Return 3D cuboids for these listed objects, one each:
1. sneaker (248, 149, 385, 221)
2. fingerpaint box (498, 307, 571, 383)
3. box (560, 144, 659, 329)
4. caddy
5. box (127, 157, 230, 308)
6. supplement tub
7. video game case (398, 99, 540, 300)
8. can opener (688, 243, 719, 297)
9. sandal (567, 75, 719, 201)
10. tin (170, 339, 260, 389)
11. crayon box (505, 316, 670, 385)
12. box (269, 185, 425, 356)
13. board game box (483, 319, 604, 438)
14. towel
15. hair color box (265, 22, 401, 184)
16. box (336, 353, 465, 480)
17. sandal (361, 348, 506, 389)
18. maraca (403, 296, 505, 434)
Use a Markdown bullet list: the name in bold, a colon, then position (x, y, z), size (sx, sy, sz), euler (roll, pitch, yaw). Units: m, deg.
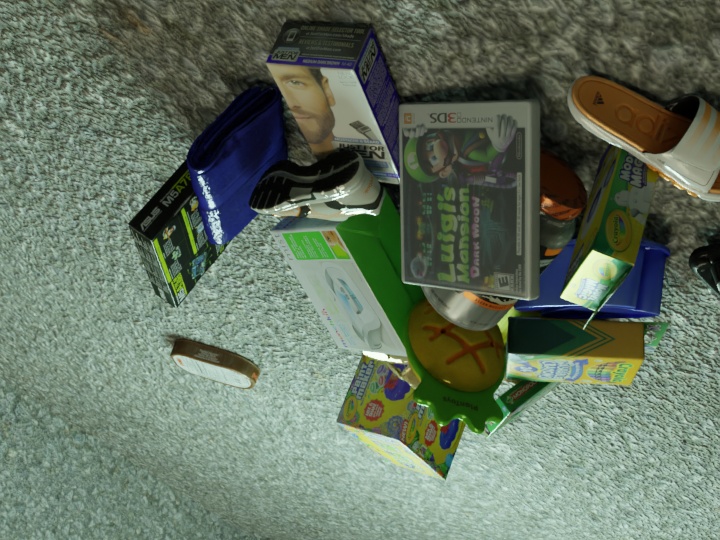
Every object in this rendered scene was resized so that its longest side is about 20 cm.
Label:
- **sneaker**: position (-0.054, -0.085, 1.207), size (0.198, 0.075, 0.080), euler (0, 149, 45)
- **fingerpaint box**: position (0.185, 0.068, 1.402), size (0.164, 0.074, 0.201), euler (13, 147, -8)
- **box**: position (0.253, -0.050, 1.029), size (0.048, 0.203, 0.118), euler (18, 155, 2)
- **caddy**: position (0.272, -0.002, 1.230), size (0.198, 0.107, 0.140), euler (-4, 168, 40)
- **box**: position (-0.213, -0.072, 1.349), size (0.047, 0.194, 0.201), euler (33, 159, 15)
- **supplement tub**: position (0.160, -0.037, 1.158), size (0.121, 0.124, 0.201), euler (26, 127, -12)
- **video game case**: position (0.113, -0.078, 1.095), size (0.180, 0.204, 0.023), euler (7, -167, 44)
- **can opener**: position (0.448, 0.026, 1.198), size (0.063, 0.080, 0.199), euler (-15, 147, 39)
- **sandal**: position (0.296, -0.134, 0.974), size (0.204, 0.080, 0.059), euler (24, 157, -2)
- **tin**: position (-0.306, 0.197, 2.141), size (0.196, 0.042, 0.113), euler (15, 150, 14)
- **crayon box**: position (0.284, 0.104, 1.300), size (0.196, 0.053, 0.126), euler (1, 159, 8)
- **box**: position (0.000, 0.000, 1.344), size (0.175, 0.096, 0.202), euler (1, 127, 56)
- **board game box**: position (0.262, 0.156, 1.456), size (0.029, 0.198, 0.135), euler (52, 160, 14)
- **towel**: position (-0.152, -0.129, 1.265), size (0.049, 0.148, 0.201), euler (39, 160, 17)
- **hair color box**: position (-0.016, -0.182, 1.138), size (0.108, 0.066, 0.201), euler (9, 151, 25)
- **box**: position (0.084, 0.192, 1.608), size (0.120, 0.203, 0.193), euler (11, 159, 34)
- **sandal**: position (0.099, 0.137, 1.391), size (0.207, 0.071, 0.078), euler (4, 147, 8)
- **maraca**: position (0.115, 0.107, 1.228), size (0.135, 0.202, 0.108), euler (12, 134, -11)
